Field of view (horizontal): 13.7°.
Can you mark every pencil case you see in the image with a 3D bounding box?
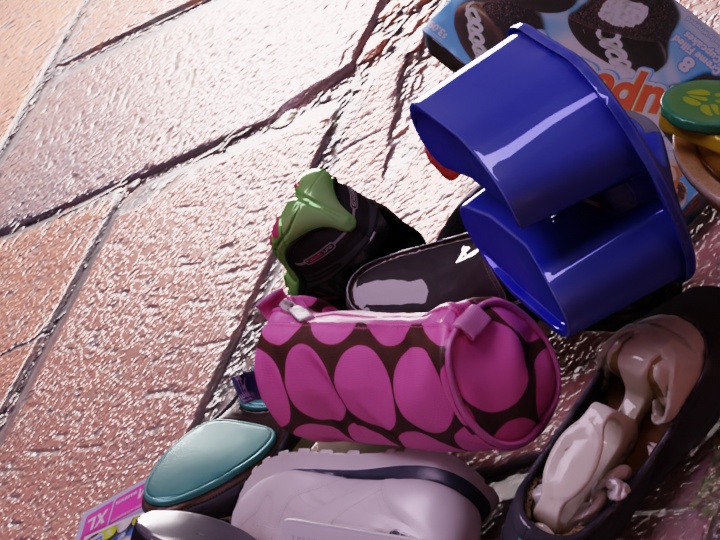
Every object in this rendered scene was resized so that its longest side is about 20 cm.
[{"bbox_3d":[0.020,0.053,1.666,0.091,0.094,0.200,-31,17,-35],"label":"pencil case"}]

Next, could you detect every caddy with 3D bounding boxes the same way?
[{"bbox_3d":[0.110,-0.054,1.602,0.105,0.142,0.200,-30,23,-7],"label":"caddy"}]

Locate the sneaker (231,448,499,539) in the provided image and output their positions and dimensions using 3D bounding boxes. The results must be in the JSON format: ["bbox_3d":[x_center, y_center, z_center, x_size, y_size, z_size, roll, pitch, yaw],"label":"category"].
[{"bbox_3d":[-0.012,0.153,1.715,0.200,0.076,0.081,-14,46,49],"label":"sneaker"}]

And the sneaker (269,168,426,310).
[{"bbox_3d":[0.000,0.000,1.868,0.077,0.084,0.200,-60,-16,-5],"label":"sneaker"}]

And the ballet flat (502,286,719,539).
[{"bbox_3d":[0.142,0.078,1.586,0.200,0.073,0.073,-52,26,-18],"label":"ballet flat"}]

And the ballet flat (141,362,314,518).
[{"bbox_3d":[-0.064,0.109,1.851,0.073,0.073,0.200,-18,24,42],"label":"ballet flat"}]

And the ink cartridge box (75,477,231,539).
[{"bbox_3d":[-0.137,0.201,1.855,0.119,0.042,0.200,-30,29,26],"label":"ink cartridge box"}]

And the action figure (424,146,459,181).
[{"bbox_3d":[0.128,-0.111,1.967,0.200,0.052,0.066,-16,31,40],"label":"action figure"}]

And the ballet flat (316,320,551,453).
[{"bbox_3d":[0.059,0.052,1.783,0.200,0.069,0.069,-44,25,-4],"label":"ballet flat"}]

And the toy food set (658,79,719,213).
[{"bbox_3d":[0.262,-0.066,1.580,0.200,0.049,0.198,26,39,34],"label":"toy food set"}]

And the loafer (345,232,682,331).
[{"bbox_3d":[0.082,-0.001,1.730,0.199,0.072,0.073,-9,62,15],"label":"loafer"}]

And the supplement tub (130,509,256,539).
[{"bbox_3d":[-0.109,0.231,1.580,0.107,0.107,0.201,-132,56,-65],"label":"supplement tub"}]

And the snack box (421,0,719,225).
[{"bbox_3d":[0.148,-0.120,1.807,0.116,0.200,0.037,-47,-19,-9],"label":"snack box"}]

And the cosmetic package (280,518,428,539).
[{"bbox_3d":[0.032,0.189,1.541,0.200,0.071,0.102,3,81,57],"label":"cosmetic package"}]

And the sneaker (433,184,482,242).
[{"bbox_3d":[0.122,-0.051,1.874,0.200,0.074,0.087,-48,-4,1],"label":"sneaker"}]
